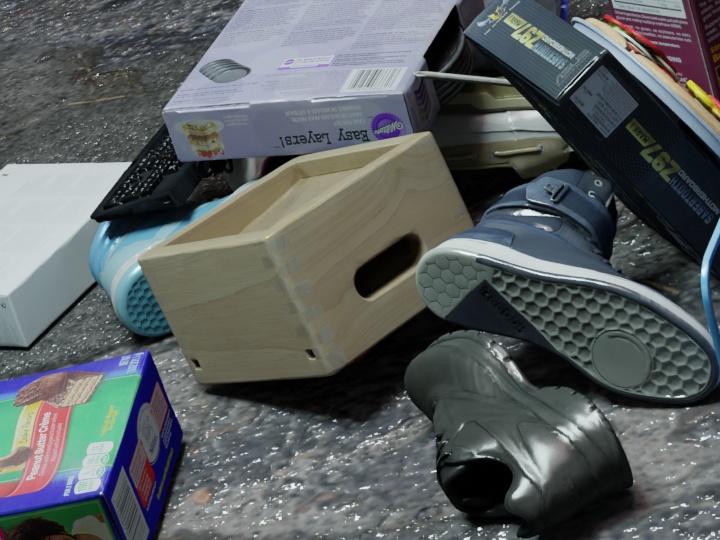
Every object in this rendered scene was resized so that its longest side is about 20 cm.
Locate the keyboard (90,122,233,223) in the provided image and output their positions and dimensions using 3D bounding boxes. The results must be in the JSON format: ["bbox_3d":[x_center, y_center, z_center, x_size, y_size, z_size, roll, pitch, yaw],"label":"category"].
[{"bbox_3d":[-0.132,-0.100,1.897,0.104,0.040,0.200,-12,23,20],"label":"keyboard"}]

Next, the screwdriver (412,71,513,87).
[{"bbox_3d":[0.128,-0.132,1.781,0.200,0.029,0.028,8,37,-28],"label":"screwdriver"}]

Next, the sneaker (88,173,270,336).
[{"bbox_3d":[-0.112,-0.035,1.871,0.200,0.080,0.131,-26,28,-17],"label":"sneaker"}]

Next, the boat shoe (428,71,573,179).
[{"bbox_3d":[0.124,-0.105,1.866,0.200,0.068,0.075,3,23,1],"label":"boat shoe"}]

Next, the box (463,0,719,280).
[{"bbox_3d":[0.170,-0.087,1.655,0.051,0.200,0.158,-45,30,2],"label":"box"}]

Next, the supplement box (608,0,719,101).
[{"bbox_3d":[0.246,-0.174,1.770,0.110,0.200,0.086,-35,30,-29],"label":"supplement box"}]

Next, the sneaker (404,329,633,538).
[{"bbox_3d":[0.073,0.097,1.508,0.091,0.076,0.200,-35,28,-17],"label":"sneaker"}]

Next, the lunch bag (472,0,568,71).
[{"bbox_3d":[0.048,-0.226,1.998,0.170,0.124,0.200,-3,-6,34],"label":"lunch bag"}]

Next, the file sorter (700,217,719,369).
[{"bbox_3d":[0.309,0.013,1.459,0.200,0.123,0.139,-6,28,25],"label":"file sorter"}]

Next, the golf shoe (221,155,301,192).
[{"bbox_3d":[-0.013,-0.104,1.962,0.200,0.075,0.092,-27,35,1],"label":"golf shoe"}]

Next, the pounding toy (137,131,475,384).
[{"bbox_3d":[0.000,0.000,1.700,0.200,0.142,0.184,-34,16,-34],"label":"pounding toy"}]

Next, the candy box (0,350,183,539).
[{"bbox_3d":[-0.229,0.139,1.610,0.200,0.077,0.169,-13,27,13],"label":"candy box"}]

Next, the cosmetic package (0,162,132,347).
[{"bbox_3d":[-0.265,-0.015,1.960,0.151,0.052,0.200,3,33,33],"label":"cosmetic package"}]

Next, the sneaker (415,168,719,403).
[{"bbox_3d":[0.157,0.004,1.600,0.202,0.077,0.146,23,33,23],"label":"sneaker"}]

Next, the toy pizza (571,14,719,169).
[{"bbox_3d":[0.216,-0.101,1.661,0.032,0.200,0.200,-46,29,1],"label":"toy pizza"}]

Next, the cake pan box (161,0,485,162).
[{"bbox_3d":[-0.019,-0.149,1.839,0.200,0.052,0.184,-4,34,23],"label":"cake pan box"}]
